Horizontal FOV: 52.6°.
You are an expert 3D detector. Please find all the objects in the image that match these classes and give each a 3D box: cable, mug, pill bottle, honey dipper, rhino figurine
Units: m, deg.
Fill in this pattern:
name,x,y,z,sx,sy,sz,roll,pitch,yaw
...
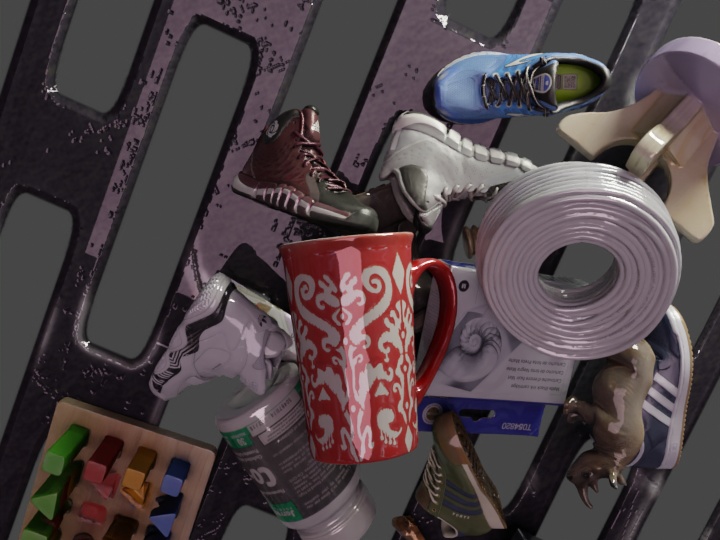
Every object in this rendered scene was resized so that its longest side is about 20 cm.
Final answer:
name,x,y,z,sx,sy,sz,roll,pitch,yaw
cable,0.211,-0.005,0.721,0.195,0.070,0.203,12,124,3
mug,0.015,0.070,0.701,0.173,0.133,0.205,-5,89,1
pill bottle,-0.069,0.217,0.831,0.112,0.113,0.202,-30,103,4
honey dipper,0.215,-0.049,0.836,0.195,0.038,0.039,-11,101,-3
rhino figurine,0.271,0.162,0.807,0.086,0.059,0.205,9,86,29

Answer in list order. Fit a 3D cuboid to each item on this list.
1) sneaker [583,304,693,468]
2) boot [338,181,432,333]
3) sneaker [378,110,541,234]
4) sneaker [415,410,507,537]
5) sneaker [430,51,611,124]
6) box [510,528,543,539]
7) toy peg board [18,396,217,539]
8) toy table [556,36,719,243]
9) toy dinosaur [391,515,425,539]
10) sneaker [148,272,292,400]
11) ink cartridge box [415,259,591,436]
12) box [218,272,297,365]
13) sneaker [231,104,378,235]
name,x,y,z,sx,sy,sz,roll,pitch,yaw
sneaker,0.321,0.142,0.856,0.106,0.070,0.205,-3,103,-3
boot,0.000,0.000,0.806,0.198,0.069,0.177,-27,103,-27
sneaker,0.109,-0.080,0.790,0.197,0.075,0.117,24,74,3
sneaker,0.102,0.250,0.847,0.088,0.068,0.202,-21,126,12
sneaker,0.172,-0.201,0.777,0.195,0.089,0.080,-8,100,-1
box,0.232,0.453,0.866,0.198,0.124,0.199,29,97,-19
toy peg board,-0.295,0.285,0.847,0.195,0.098,0.204,19,100,-5
toy table,0.305,-0.131,0.737,0.117,0.200,0.184,-47,63,-1
toy dinosaur,0.100,0.394,0.900,0.106,0.060,0.200,-42,99,4
sneaker,-0.154,0.100,0.799,0.114,0.076,0.201,33,128,-5
ink cartridge box,0.156,0.100,0.829,0.195,0.041,0.205,6,102,-22
box,-0.091,0.074,0.838,0.198,0.041,0.039,32,62,-7
sneaker,-0.050,-0.112,0.757,0.197,0.075,0.118,21,90,35
